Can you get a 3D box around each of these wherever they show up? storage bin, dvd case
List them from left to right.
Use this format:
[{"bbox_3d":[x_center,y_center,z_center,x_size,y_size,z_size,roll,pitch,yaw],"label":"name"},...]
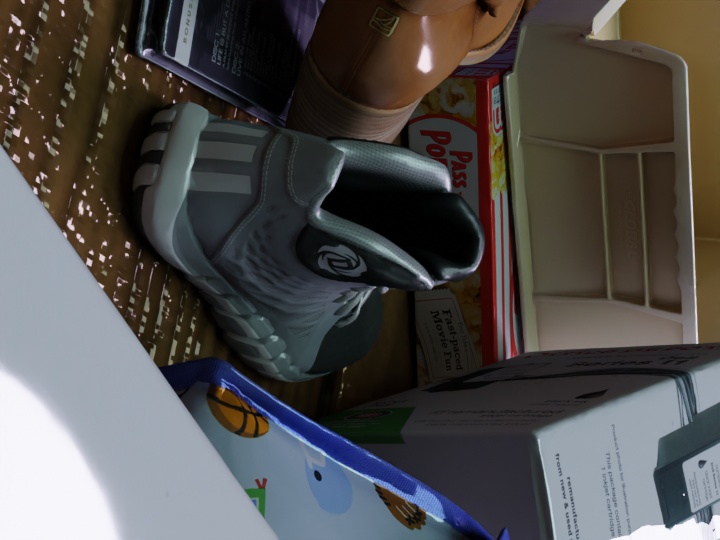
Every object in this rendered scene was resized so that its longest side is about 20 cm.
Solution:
[{"bbox_3d":[-0.030,-0.135,0.801,0.200,0.016,0.149,22,75,-67],"label":"dvd case"},{"bbox_3d":[0.154,-0.065,1.032,0.200,0.093,0.199,-48,137,-56],"label":"storage bin"}]

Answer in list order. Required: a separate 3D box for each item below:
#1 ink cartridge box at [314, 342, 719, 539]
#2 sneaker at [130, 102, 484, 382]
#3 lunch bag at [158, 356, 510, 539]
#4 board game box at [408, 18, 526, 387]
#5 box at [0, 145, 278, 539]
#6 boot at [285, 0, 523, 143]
[{"bbox_3d":[0.081,0.090,0.874,0.200,0.146,0.083,-13,96,-50],"label":"ink cartridge box"},{"bbox_3d":[0.000,0.000,0.770,0.200,0.115,0.075,43,55,-62],"label":"sneaker"},{"bbox_3d":[-0.028,0.147,0.652,0.200,0.124,0.170,37,60,-35],"label":"lunch bag"},{"bbox_3d":[0.074,-0.020,1.031,0.151,0.046,0.201,-38,129,-60],"label":"board game box"},{"bbox_3d":[-0.144,0.082,0.372,0.199,0.171,0.200,63,38,-51],"label":"box"},{"bbox_3d":[0.043,-0.144,0.780,0.200,0.077,0.155,-50,175,-38],"label":"boot"}]
